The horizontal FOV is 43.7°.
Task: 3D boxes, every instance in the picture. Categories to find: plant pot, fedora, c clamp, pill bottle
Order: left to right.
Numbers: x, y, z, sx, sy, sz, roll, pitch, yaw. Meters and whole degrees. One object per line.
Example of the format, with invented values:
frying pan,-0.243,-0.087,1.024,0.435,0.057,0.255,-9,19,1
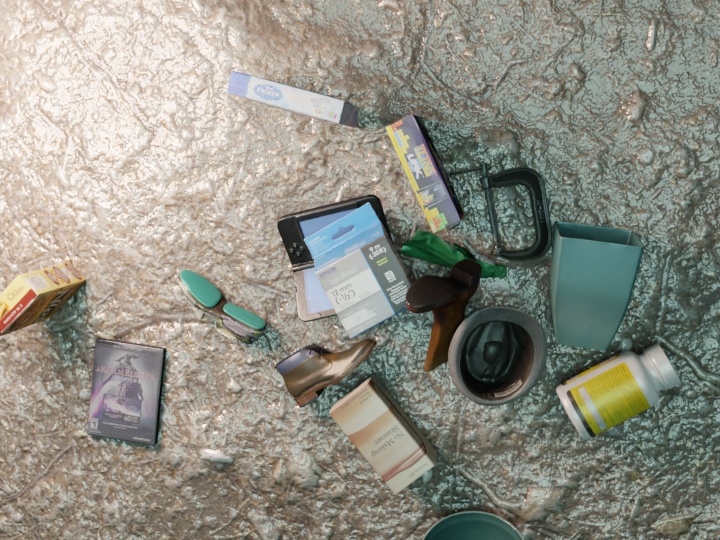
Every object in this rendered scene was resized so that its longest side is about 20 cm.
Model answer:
plant pot,0.212,0.572,1.675,0.200,0.200,0.134,-2,124,8
fedora,0.246,0.145,1.642,0.177,0.090,0.200,3,108,0
c clamp,0.262,-0.105,1.637,0.171,0.027,0.200,-17,96,-7
plant pot,0.404,0.030,1.594,0.141,0.141,0.200,8,106,7
pill bottle,0.465,0.213,1.618,0.200,0.111,0.111,-30,93,11

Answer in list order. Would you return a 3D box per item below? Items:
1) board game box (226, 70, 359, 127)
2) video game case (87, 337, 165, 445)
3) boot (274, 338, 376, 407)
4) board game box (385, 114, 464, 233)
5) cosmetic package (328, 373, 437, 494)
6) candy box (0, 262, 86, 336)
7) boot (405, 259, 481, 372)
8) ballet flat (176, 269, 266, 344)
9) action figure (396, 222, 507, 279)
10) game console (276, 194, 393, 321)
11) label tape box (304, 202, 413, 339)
board game box,-0.111,-0.298,1.580,0.199,0.200,0.043,17,98,5
video game case,-0.468,0.242,1.795,0.143,0.019,0.200,8,99,6
boot,-0.069,0.169,1.703,0.200,0.075,0.097,-38,94,13
board game box,0.118,-0.173,1.585,0.057,0.165,0.200,-24,95,10
cosmetic package,0.044,0.307,1.700,0.103,0.087,0.200,-41,91,10
candy box,-0.613,0.052,1.695,0.115,0.200,0.055,-43,89,11
boot,0.130,0.093,1.589,0.068,0.188,0.200,28,127,24
ballet flat,-0.278,0.079,1.725,0.200,0.072,0.072,34,101,3
action figure,0.177,-0.027,1.639,0.200,0.118,0.055,22,71,-11
game console,-0.041,-0.023,1.645,0.200,0.118,0.171,-13,123,9
label tape box,0.000,0.000,1.599,0.143,0.066,0.200,-28,91,9
